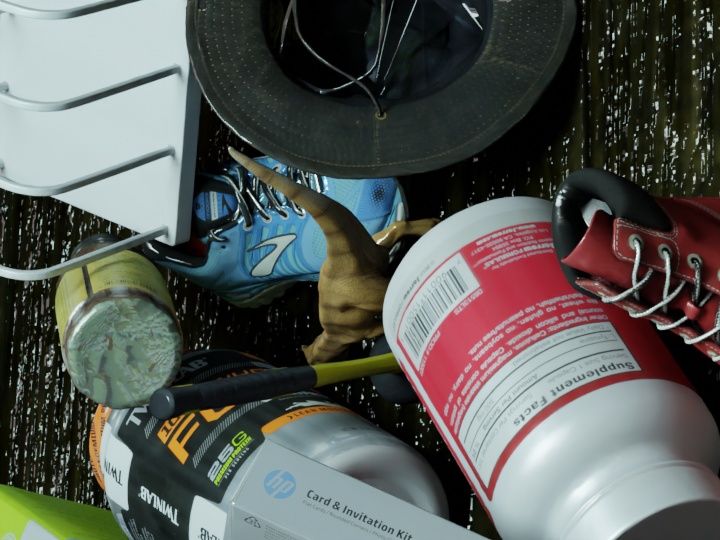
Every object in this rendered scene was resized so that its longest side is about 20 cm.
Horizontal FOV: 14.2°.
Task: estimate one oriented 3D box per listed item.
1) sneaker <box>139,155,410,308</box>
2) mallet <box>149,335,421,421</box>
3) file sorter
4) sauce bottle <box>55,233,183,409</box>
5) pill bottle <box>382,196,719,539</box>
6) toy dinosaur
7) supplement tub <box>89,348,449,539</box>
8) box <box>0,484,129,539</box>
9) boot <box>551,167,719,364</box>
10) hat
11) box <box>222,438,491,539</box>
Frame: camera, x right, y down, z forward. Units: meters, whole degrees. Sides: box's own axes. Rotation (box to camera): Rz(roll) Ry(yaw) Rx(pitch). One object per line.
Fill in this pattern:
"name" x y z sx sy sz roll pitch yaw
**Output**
"sneaker" -0.048 -0.028 1.570 0.200 0.090 0.079 -26 60 47
"mallet" -0.026 0.055 1.435 0.066 0.200 0.041 -25 77 55
"file sorter" -0.172 -0.114 1.515 0.139 0.124 0.200 21 116 32
"sauce bottle" -0.132 0.020 1.555 0.200 0.065 0.065 -115 45 -74
"pill bottle" 0.096 0.067 1.336 0.112 0.112 0.200 -56 42 26
"toy dinosaur" 0.000 0.000 1.473 0.200 0.106 0.060 85 162 -55
"supplement tub" -0.054 0.115 1.511 0.200 0.122 0.123 25 101 52
"box" -0.119 0.177 1.579 0.200 0.122 0.048 27 97 52
"boot" 0.163 0.030 1.234 0.072 0.144 0.200 -59 42 20
"hat" 0.012 -0.122 1.498 0.081 0.200 0.201 79 -173 -70
"box" 0.008 0.169 1.328 0.200 0.156 0.041 101 -165 -58
